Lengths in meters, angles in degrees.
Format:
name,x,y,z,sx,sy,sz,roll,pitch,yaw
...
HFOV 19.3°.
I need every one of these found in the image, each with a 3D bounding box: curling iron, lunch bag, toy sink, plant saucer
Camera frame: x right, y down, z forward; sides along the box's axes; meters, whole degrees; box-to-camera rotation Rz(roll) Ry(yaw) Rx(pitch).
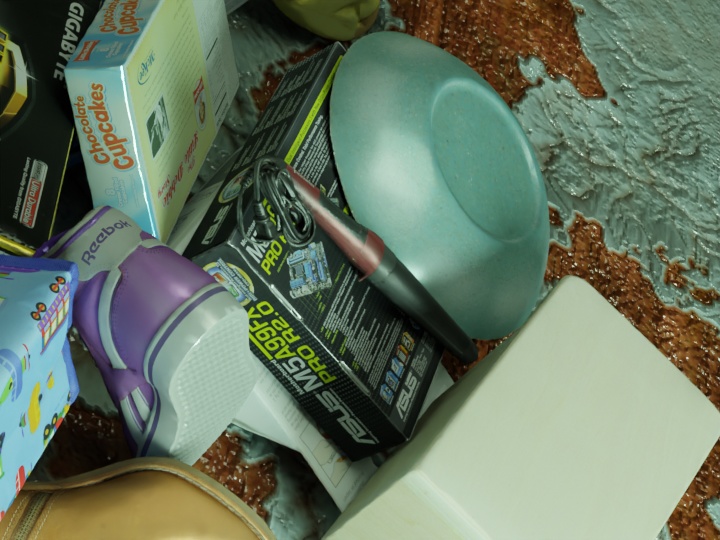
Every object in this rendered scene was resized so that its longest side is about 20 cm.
name,x,y,z,sx,sy,sz,roll,pitch,yaw
curling iron,0.000,0.000,1.175,0.200,0.026,0.050,38,64,-39
lunch bag,-0.249,0.048,0.970,0.200,0.094,0.151,16,42,10
toy sink,0.091,0.120,1.188,0.130,0.112,0.200,44,46,-2
plant saucer,0.062,-0.058,1.273,0.201,0.039,0.201,29,49,-40

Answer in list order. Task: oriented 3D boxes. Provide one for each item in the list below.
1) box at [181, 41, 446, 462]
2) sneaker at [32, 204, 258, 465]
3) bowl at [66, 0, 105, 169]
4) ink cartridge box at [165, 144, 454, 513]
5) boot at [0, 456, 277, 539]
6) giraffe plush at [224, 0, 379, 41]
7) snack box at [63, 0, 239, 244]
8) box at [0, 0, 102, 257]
name,x,y,z,sx,sy,sz,roll,pitch,yaw
box,-0.009,-0.014,1.229,0.160,0.044,0.200,48,39,-21
sneaker,-0.113,0.031,1.068,0.114,0.201,0.073,39,64,14
bowl,-0.223,-0.135,1.207,0.200,0.039,0.201,23,45,-25
ink cartridge box,-0.039,0.040,1.237,0.200,0.050,0.162,57,37,-16
boot,-0.138,0.156,1.012,0.200,0.077,0.155,27,42,-18
giraffe plush,-0.048,-0.257,1.399,0.200,0.173,0.162,-19,56,-11
snack box,-0.115,-0.110,1.207,0.037,0.116,0.200,-1,32,12
box,-0.227,-0.099,1.109,0.160,0.049,0.200,25,46,-21
